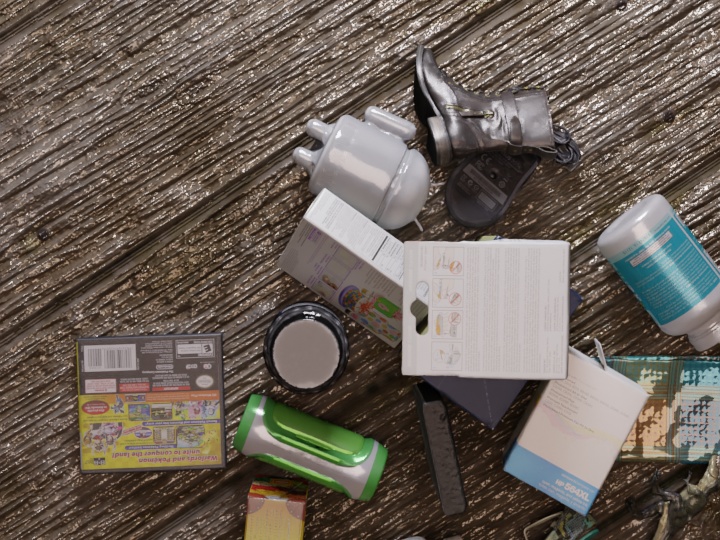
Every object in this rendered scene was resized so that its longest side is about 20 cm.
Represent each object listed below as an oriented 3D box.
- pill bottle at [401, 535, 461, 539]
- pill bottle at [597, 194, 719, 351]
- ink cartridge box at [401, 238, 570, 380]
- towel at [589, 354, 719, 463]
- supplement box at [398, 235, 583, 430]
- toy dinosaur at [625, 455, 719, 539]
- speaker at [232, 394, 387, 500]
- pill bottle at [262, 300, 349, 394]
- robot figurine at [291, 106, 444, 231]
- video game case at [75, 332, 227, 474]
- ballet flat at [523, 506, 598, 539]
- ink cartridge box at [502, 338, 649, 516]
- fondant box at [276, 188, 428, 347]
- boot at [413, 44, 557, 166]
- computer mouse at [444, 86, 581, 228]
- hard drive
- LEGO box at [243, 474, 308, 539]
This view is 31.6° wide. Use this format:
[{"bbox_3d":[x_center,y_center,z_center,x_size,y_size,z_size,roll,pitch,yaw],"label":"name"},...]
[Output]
[{"bbox_3d":[0.049,0.419,1.688,0.197,0.111,0.113,-16,92,-1],"label":"pill bottle"},{"bbox_3d":[0.413,0.007,1.687,0.110,0.111,0.201,-38,92,0],"label":"pill bottle"},{"bbox_3d":[0.150,0.045,1.517,0.197,0.057,0.165,1,92,7],"label":"ink cartridge box"},{"bbox_3d":[0.410,0.189,1.737,0.197,0.022,0.149,1,91,-1],"label":"towel"},{"bbox_3d":[0.161,0.073,1.637,0.134,0.200,0.201,35,90,-2],"label":"supplement box"},{"bbox_3d":[0.414,0.322,1.722,0.088,0.047,0.201,35,101,-2],"label":"toy dinosaur"},{"bbox_3d":[-0.067,0.236,1.693,0.197,0.088,0.090,22,91,-2],"label":"speaker"},{"bbox_3d":[-0.069,0.099,1.631,0.110,0.200,0.114,0,92,-2],"label":"pill bottle"},{"bbox_3d":[0.008,-0.127,1.670,0.198,0.113,0.171,26,96,-2],"label":"robot figurine"},{"bbox_3d":[-0.282,0.179,1.716,0.197,0.026,0.184,-2,91,-2],"label":"video game case"},{"bbox_3d":[0.231,0.389,1.723,0.199,0.074,0.074,-40,92,-2],"label":"ballet flat"},{"bbox_3d":[0.286,0.193,1.668,0.124,0.129,0.202,29,95,5],"label":"ink cartridge box"},{"bbox_3d":[0.000,0.000,1.657,0.199,0.144,0.059,36,60,-1],"label":"fondant box"},{"bbox_3d":[0.163,-0.220,1.675,0.171,0.070,0.203,-9,63,-6],"label":"boot"},{"bbox_3d":[0.189,-0.134,1.711,0.139,0.053,0.200,45,78,0],"label":"computer mouse"},{"bbox_3d":[0.101,0.225,1.639,0.032,0.200,0.142,-12,92,-1],"label":"hard drive"},{"bbox_3d":[-0.115,0.383,1.664,0.076,0.149,0.203,5,91,-1],"label":"LEGO box"}]
